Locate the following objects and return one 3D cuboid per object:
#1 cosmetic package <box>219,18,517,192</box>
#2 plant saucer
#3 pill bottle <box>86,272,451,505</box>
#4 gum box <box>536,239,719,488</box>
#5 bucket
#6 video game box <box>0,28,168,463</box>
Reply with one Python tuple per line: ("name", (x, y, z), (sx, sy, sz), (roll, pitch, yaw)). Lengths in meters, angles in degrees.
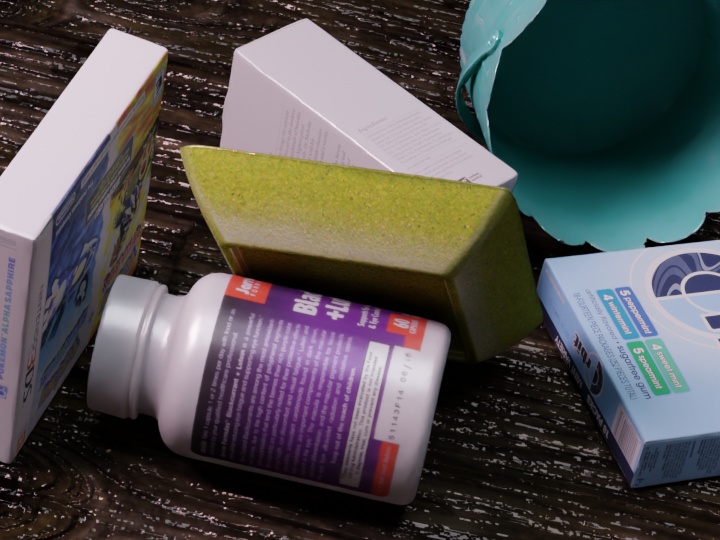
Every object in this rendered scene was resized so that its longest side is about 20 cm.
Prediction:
("cosmetic package", (0.001, -0.067, 1.645), (0.071, 0.101, 0.200), (-29, 55, -37))
("plant saucer", (0.000, 0.000, 1.504), (0.200, 0.200, 0.048), (9, 68, 13))
("pill bottle", (-0.054, 0.064, 1.476), (0.200, 0.111, 0.111), (13, 41, 1))
("gum box", (0.234, 0.052, 1.604), (0.200, 0.045, 0.170), (-5, 43, -19))
("bucket", (0.164, -0.127, 1.667), (0.207, 0.207, 0.135), (1, 26, -11))
("video game box", (-0.178, -0.015, 1.485), (0.047, 0.182, 0.200), (21, 42, 6))
